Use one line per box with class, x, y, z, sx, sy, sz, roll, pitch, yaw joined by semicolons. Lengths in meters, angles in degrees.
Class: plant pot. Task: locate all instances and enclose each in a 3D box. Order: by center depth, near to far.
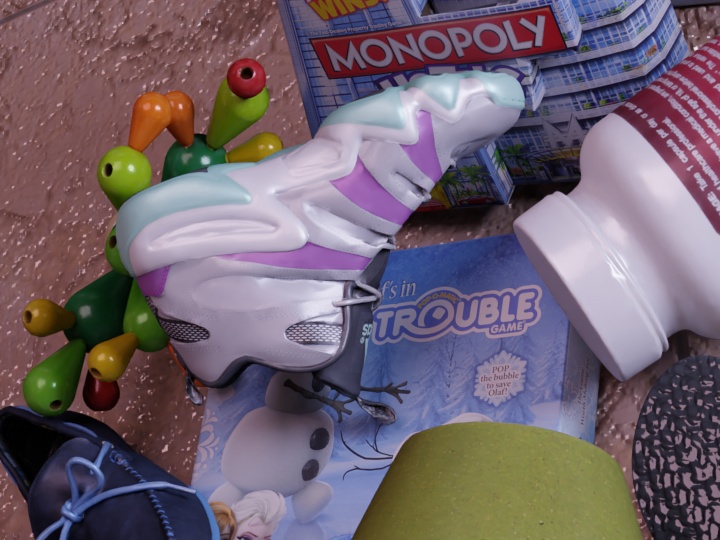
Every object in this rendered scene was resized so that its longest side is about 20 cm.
plant pot;0.048;0.169;0.816;0.186;0.187;0.201;-7;60;29

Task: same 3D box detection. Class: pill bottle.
pill bottle;0.170;-0.044;0.919;0.199;0.113;0.113;-35;48;-1

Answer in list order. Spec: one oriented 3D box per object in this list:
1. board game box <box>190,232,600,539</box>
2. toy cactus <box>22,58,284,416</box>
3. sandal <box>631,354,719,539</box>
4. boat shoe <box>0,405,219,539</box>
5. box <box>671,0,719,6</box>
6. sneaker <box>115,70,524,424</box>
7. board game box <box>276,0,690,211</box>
board game box;0.013;0.084;0.998;0.199;0.043;0.200;-9;56;29
toy cactus;-0.101;-0.013;1.080;0.102;0.165;0.201;23;89;-5
sandal;0.175;0.126;0.871;0.075;0.048;0.201;-33;61;9
boat shoe;-0.134;0.119;1.021;0.200;0.068;0.085;19;84;59
box;0.218;-0.239;1.034;0.199;0.105;0.185;-1;60;33
sneaker;0.000;0.000;0.970;0.199;0.078;0.141;-23;87;6
board game box;0.040;-0.123;1.006;0.199;0.201;0.062;-3;43;32
